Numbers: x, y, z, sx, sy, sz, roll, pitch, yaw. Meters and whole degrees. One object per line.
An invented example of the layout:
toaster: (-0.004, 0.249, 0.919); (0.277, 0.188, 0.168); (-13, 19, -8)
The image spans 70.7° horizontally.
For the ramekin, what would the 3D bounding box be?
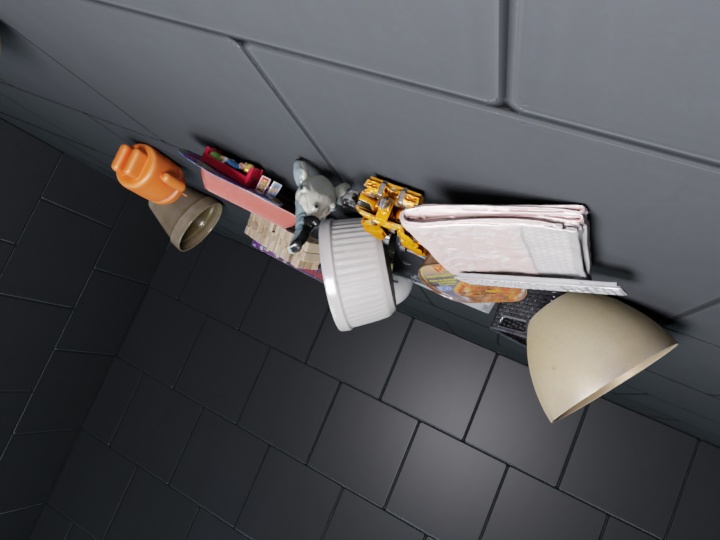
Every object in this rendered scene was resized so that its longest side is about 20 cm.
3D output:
ramekin: (0.000, 0.000, 0.901); (0.104, 0.202, 0.200); (-10, 169, 5)

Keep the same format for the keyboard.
keyboard: (0.219, 0.018, 0.633); (0.198, 0.011, 0.056); (4, 167, 35)

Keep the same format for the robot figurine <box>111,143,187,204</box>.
robot figurine: (-0.513, -0.234, 1.247); (0.142, 0.118, 0.200); (-19, 162, 12)

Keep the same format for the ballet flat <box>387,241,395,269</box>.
ballet flat: (0.035, -0.043, 1.047); (0.199, 0.071, 0.071); (21, 173, 36)

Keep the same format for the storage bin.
storage bin: (0.351, 0.105, 0.906); (0.199, 0.095, 0.135); (26, 174, -23)

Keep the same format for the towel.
towel: (0.165, -0.025, 0.590); (0.189, 0.033, 0.200); (5, 164, 28)

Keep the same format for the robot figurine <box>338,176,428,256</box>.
robot figurine: (0.049, -0.073, 0.711); (0.144, 0.059, 0.200); (22, 174, 14)

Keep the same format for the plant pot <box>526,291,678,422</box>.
plant pot: (0.321, 0.108, 0.736); (0.135, 0.200, 0.200); (59, -168, 27)

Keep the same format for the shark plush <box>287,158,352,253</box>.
shark plush: (-0.062, -0.073, 0.701); (0.090, 0.084, 0.201); (19, -150, -20)

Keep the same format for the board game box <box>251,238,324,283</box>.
board game box: (-0.116, -0.031, 1.064); (0.199, 0.033, 0.120); (26, -157, 26)

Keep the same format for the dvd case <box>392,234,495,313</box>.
dvd case: (0.154, 0.002, 0.900); (0.198, 0.025, 0.151); (22, 155, 10)

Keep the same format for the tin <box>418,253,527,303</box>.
tin: (0.176, 0.006, 0.801); (0.112, 0.042, 0.199); (34, 159, -27)

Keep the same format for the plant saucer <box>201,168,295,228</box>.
plant saucer: (-0.213, -0.146, 0.970); (0.199, 0.037, 0.200); (26, -170, -21)

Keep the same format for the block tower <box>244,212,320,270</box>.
block tower: (-0.149, -0.062, 0.983); (0.057, 0.055, 0.199); (7, -163, -47)

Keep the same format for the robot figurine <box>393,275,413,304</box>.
robot figurine: (0.029, 0.004, 1.162); (0.199, 0.150, 0.126); (20, 137, 40)

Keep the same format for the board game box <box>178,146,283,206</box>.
board game box: (-0.218, -0.180, 0.893); (0.199, 0.039, 0.158); (23, -169, -40)

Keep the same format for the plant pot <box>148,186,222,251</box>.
plant pot: (-0.575, -0.192, 1.633); (0.173, 0.200, 0.200); (40, 175, 3)

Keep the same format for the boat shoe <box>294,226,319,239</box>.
boat shoe: (-0.092, -0.085, 1.094); (0.068, 0.074, 0.199); (19, 179, -25)
